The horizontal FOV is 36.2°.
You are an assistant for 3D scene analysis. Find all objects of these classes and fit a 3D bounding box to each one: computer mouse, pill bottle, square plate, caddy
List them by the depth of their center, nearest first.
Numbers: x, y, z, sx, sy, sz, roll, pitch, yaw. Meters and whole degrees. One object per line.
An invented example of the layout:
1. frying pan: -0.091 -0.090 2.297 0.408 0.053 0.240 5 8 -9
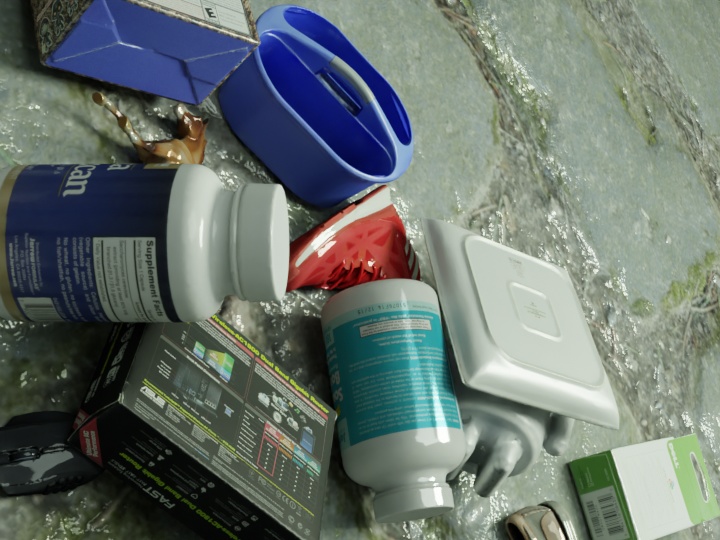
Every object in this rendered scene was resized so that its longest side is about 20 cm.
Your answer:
1. computer mouse: -0.251 0.125 0.730 0.199 0.034 0.059 -1 71 -47
2. pill bottle: -0.154 -0.020 0.774 0.111 0.199 0.112 0 90 -86
3. pill bottle: 0.031 0.117 0.976 0.110 0.111 0.201 11 61 -43
4. square plate: 0.156 0.044 1.046 0.199 0.028 0.199 19 42 -32
5. caddy: -0.035 -0.160 1.054 0.200 0.105 0.142 45 44 -15

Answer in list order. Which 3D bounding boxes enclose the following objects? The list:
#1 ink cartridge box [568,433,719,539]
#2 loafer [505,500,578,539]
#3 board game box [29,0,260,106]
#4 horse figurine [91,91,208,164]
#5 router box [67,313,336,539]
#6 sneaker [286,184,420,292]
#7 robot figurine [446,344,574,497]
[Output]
1. ink cartridge box: 0.328 0.251 1.259 0.199 0.059 0.104 1 69 -47
2. loafer: 0.195 0.328 1.078 0.063 0.072 0.201 -4 65 -30
3. board game box: -0.194 -0.262 0.937 0.159 0.097 0.201 10 54 -43
4. horse figurine: -0.157 -0.064 0.909 0.132 0.050 0.201 36 32 -59
5. router box: -0.111 0.117 0.837 0.200 0.062 0.150 43 29 -23
6. sneaker: 0.000 0.000 1.036 0.116 0.078 0.200 57 41 -4
7. robot figurine: 0.131 0.121 1.079 0.169 0.113 0.200 27 47 -2
